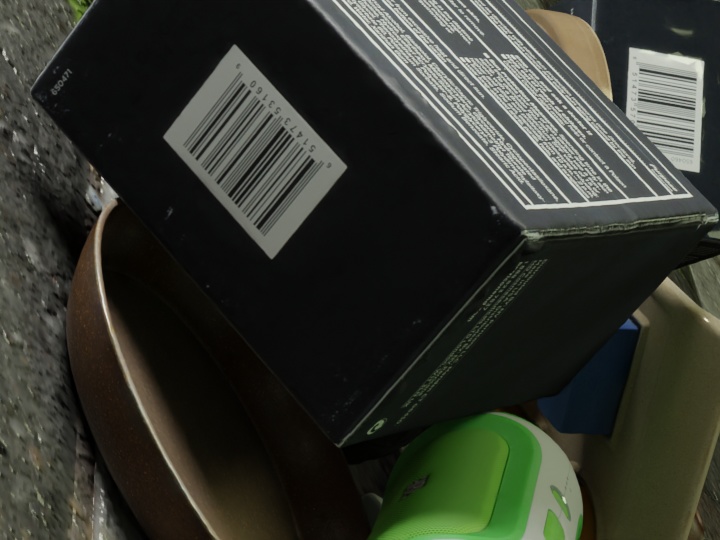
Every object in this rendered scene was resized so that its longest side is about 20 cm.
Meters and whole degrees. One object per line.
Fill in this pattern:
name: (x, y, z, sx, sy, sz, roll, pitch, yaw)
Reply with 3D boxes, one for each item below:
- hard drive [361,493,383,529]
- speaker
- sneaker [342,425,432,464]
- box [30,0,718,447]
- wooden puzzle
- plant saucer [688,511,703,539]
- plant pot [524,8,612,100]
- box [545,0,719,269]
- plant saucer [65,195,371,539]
hard drive: (0.061, 0.187, 1.133, 0.200, 0.026, 0.132, 35, 28, -59)
speaker: (0.041, 0.117, 0.946, 0.089, 0.088, 0.200, 58, 14, -7)
sneaker: (0.000, 0.000, 1.141, 0.091, 0.076, 0.200, 49, 34, -39)
box: (0.011, -0.045, 0.990, 0.200, 0.123, 0.198, 49, 24, 18)
wooden puzzle: (0.085, 0.066, 1.129, 0.046, 0.186, 0.200, 2, 24, -28)
plant saucer: (0.160, 0.090, 1.442, 0.200, 0.034, 0.201, -22, 90, -84)
plant pot: (0.064, -0.056, 1.406, 0.093, 0.201, 0.201, 7, 39, -18)
box: (0.145, -0.075, 1.485, 0.200, 0.107, 0.149, 157, -61, -68)
plant saucer: (-0.057, 0.065, 0.951, 0.200, 0.034, 0.200, 55, 16, -24)
